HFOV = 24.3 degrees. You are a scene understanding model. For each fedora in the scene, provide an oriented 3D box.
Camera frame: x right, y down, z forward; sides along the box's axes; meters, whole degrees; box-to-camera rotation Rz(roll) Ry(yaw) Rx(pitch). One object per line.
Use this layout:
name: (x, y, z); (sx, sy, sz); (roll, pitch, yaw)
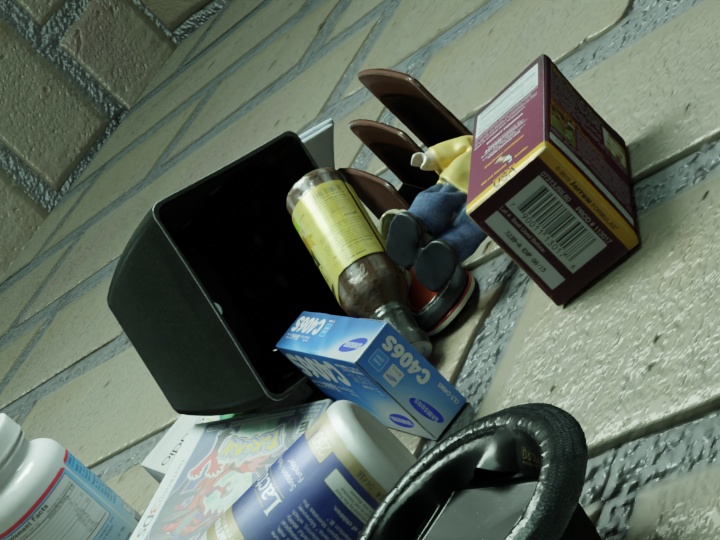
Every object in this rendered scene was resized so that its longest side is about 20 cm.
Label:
fedora: (0.078, 0.172, 0.975); (0.200, 0.092, 0.201); (-42, 17, 15)

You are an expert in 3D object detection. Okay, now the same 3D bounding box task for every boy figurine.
boy figurine: (0.102, -0.070, 1.462); (0.200, 0.124, 0.065); (-43, -16, -40)

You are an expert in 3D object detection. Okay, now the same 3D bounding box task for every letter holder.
letter holder: (0.035, -0.122, 1.690); (0.101, 0.142, 0.200); (-47, 16, -6)

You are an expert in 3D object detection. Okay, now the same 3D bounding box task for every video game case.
video game case: (-0.121, 0.200, 1.463); (0.199, 0.023, 0.183); (-14, 38, 45)

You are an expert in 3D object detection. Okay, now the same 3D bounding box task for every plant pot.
plant pot: (-0.119, 0.022, 1.552); (0.177, 0.201, 0.199); (-31, 2, 46)

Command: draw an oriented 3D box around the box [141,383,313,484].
box: (-0.135, 0.157, 1.646); (0.145, 0.036, 0.200); (-51, 19, -16)

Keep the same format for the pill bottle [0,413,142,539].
pill bottle: (-0.288, 0.230, 1.564); (0.109, 0.200, 0.109); (-41, 16, 15)

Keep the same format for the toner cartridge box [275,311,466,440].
toner cartridge box: (0.004, 0.083, 1.367); (0.043, 0.095, 0.200); (-51, 16, -13)

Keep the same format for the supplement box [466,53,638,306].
supplement box: (0.153, -0.077, 1.342); (0.085, 0.110, 0.201); (-39, 17, 22)

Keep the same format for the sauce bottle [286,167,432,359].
sauce bottle: (0.000, 0.000, 1.452); (0.065, 0.065, 0.201); (-41, 55, 16)

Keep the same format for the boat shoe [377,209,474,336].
boat shoe: (0.053, -0.002, 1.505); (0.071, 0.063, 0.200); (-41, 18, 9)

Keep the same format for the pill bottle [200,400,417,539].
pill bottle: (-0.043, 0.199, 1.176); (0.200, 0.116, 0.116); (-45, 16, 5)

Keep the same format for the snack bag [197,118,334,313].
snack bag: (-0.095, -0.041, 1.736); (0.188, 0.201, 0.021); (-33, 53, -27)
